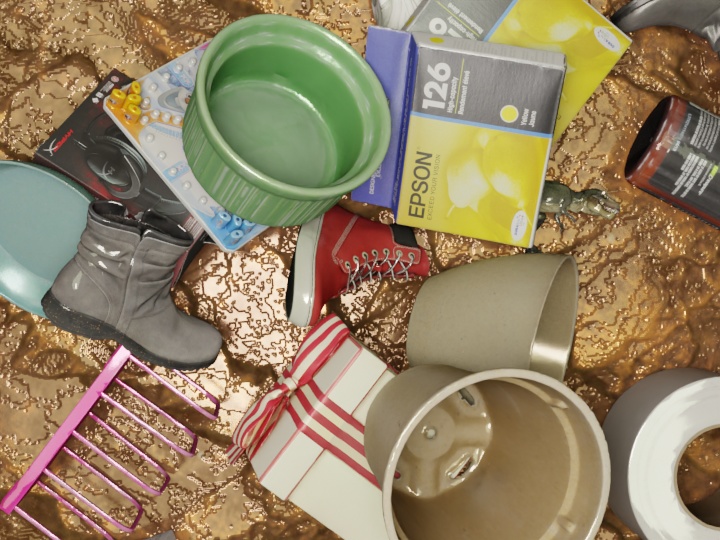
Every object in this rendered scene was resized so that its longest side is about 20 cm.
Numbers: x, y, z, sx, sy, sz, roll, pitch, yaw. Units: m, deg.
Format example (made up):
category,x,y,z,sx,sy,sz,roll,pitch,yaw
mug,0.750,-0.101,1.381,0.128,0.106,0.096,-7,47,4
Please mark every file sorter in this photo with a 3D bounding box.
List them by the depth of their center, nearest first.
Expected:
category,x,y,z,sx,sy,sz,roll,pitch,yaw
file sorter,-0.248,0.185,1.244,0.125,0.139,0.200,37,88,-5

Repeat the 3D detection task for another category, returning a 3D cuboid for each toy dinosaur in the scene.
category,x,y,z,sx,sy,sz,roll,pitch,yaw
toy dinosaur,0.175,-0.067,1.312,0.199,0.047,0.089,16,85,3

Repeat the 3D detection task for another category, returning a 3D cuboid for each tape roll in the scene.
category,x,y,z,sx,sy,sz,roll,pitch,yaw
tape roll,0.360,0.206,1.267,0.201,0.139,0.204,0,89,-3

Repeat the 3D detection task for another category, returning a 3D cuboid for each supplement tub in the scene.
category,x,y,z,sx,sy,sz,roll,pitch,yaw
supplement tub,0.389,-0.097,1.287,0.199,0.107,0.107,28,88,-2

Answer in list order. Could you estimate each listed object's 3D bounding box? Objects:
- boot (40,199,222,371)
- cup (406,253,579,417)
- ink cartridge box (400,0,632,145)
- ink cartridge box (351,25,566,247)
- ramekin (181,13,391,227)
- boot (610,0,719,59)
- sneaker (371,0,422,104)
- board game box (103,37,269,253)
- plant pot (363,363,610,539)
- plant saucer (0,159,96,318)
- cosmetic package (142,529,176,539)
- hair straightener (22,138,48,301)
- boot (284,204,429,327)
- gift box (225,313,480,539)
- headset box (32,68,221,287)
category,x,y,z,sx,sy,sz,roll,pitch,yaw
boot,-0.192,0.016,1.159,0.199,0.070,0.132,20,114,-39
cup,0.131,0.069,1.249,0.142,0.200,0.202,12,89,21
ink cartridge box,0.143,-0.218,1.245,0.197,0.047,0.200,36,90,-12
ink cartridge box,0.093,-0.134,1.224,0.199,0.047,0.199,9,120,5
ramekin,-0.079,-0.141,1.189,0.199,0.098,0.201,11,61,-21
boot,0.380,-0.255,1.302,0.199,0.070,0.132,-18,93,0
sneaker,0.062,-0.247,1.292,0.099,0.078,0.202,-1,90,-6
board game box,-0.129,-0.144,1.246,0.200,0.026,0.200,49,52,2
plant pot,0.089,0.164,1.069,0.199,0.183,0.202,-3,99,-16
plant saucer,-0.314,-0.035,1.206,0.199,0.200,0.036,28,44,-2
cosmetic package,-0.283,0.345,1.257,0.199,0.101,0.072,-19,90,-3
hair straightener,-0.334,-0.063,1.289,0.076,0.041,0.201,10,90,-2
boot,0.000,0.000,1.234,0.143,0.200,0.073,16,123,-3
gift box,-0.022,0.166,1.234,0.186,0.200,0.185,39,84,-17
headset box,-0.215,-0.091,1.243,0.199,0.077,0.149,33,52,0
